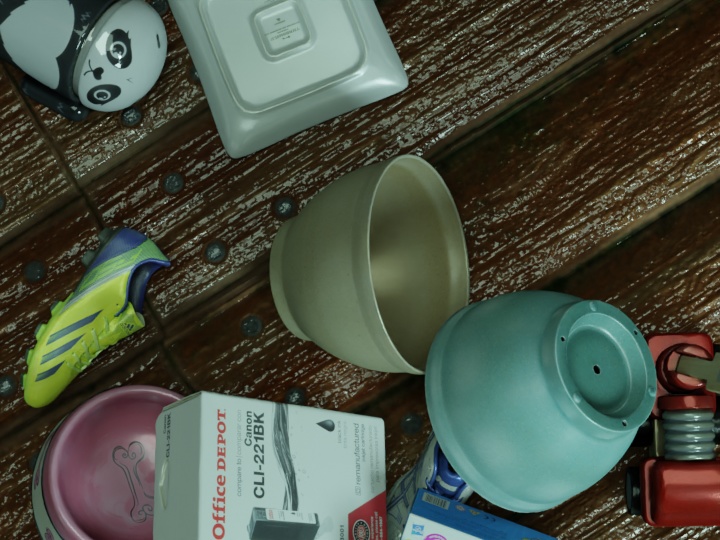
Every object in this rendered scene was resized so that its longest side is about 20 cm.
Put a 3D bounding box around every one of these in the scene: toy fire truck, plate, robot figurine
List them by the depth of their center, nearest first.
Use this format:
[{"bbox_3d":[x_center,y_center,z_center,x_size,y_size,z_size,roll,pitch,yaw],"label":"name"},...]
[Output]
[{"bbox_3d":[0.309,0.140,1.190,0.128,0.200,0.177,-1,82,4],"label":"toy fire truck"},{"bbox_3d":[-0.288,-0.239,1.316,0.199,0.150,0.125,30,72,7],"label":"robot figurine"},{"bbox_3d":[-0.077,-0.241,1.351,0.198,0.032,0.201,-22,81,1],"label":"plate"}]

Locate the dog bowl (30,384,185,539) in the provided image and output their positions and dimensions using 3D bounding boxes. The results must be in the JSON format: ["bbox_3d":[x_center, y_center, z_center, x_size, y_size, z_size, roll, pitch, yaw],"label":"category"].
[{"bbox_3d":[-0.207,0.196,1.246,0.199,0.074,0.201,4,66,-10],"label":"dog bowl"}]

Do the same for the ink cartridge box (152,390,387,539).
[{"bbox_3d":[-0.079,0.198,1.202,0.199,0.084,0.145,12,65,-32],"label":"ink cartridge box"}]

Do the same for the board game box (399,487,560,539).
[{"bbox_3d":[0.112,0.325,1.214,0.199,0.056,0.197,19,108,6],"label":"board game box"}]

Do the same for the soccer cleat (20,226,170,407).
[{"bbox_3d":[-0.259,0.053,1.307,0.083,0.065,0.201,30,85,5],"label":"soccer cleat"}]

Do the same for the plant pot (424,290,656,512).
[{"bbox_3d":[0.176,0.102,1.190,0.199,0.134,0.202,15,62,-30],"label":"plant pot"}]

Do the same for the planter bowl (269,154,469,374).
[{"bbox_3d":[0.000,0.000,1.248,0.134,0.200,0.202,-6,81,30],"label":"planter bowl"}]

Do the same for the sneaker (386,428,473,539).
[{"bbox_3d":[0.070,0.204,1.255,0.075,0.088,0.201,24,86,5],"label":"sneaker"}]
